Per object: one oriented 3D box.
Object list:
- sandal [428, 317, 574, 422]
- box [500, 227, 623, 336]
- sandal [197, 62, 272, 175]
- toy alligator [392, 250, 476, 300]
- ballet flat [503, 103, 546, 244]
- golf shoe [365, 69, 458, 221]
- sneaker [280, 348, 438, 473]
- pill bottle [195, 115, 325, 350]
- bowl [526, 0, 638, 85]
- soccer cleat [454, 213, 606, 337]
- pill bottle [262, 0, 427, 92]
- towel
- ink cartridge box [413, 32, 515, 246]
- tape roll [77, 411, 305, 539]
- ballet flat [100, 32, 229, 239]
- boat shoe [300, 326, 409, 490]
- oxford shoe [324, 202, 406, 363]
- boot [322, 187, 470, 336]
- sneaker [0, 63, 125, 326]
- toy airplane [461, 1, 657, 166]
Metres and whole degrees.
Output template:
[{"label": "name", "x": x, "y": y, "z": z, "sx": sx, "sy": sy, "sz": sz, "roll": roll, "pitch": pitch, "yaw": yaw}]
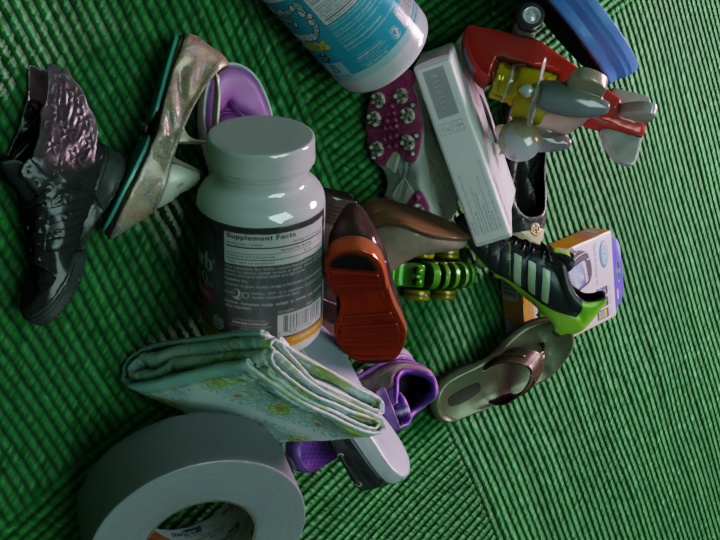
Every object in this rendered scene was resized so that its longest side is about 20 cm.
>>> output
[{"label": "sandal", "x": 0.175, "y": 0.126, "z": 1.328, "sx": 0.201, "sy": 0.057, "sz": 0.080, "roll": -30, "pitch": 111, "yaw": -15}, {"label": "box", "x": 0.259, "y": 0.023, "z": 1.422, "sx": 0.200, "sy": 0.041, "sz": 0.119, "roll": -21, "pitch": 112, "yaw": -38}, {"label": "sandal", "x": -0.106, "y": -0.097, "z": 1.074, "sx": 0.082, "sy": 0.050, "sz": 0.203, "roll": -16, "pitch": 111, "yaw": -38}, {"label": "toy alligator", "x": 0.067, "y": 0.004, "z": 1.241, "sx": 0.200, "sy": 0.054, "sz": 0.059, "roll": 0, "pitch": 98, "yaw": -41}, {"label": "ballet flat", "x": 0.200, "y": -0.119, "z": 1.330, "sx": 0.066, "sy": 0.057, "sz": 0.200, "roll": -13, "pitch": 106, "yaw": -38}, {"label": "golf shoe", "x": 0.060, "y": -0.126, "z": 1.209, "sx": 0.091, "sy": 0.075, "sz": 0.200, "roll": -34, "pitch": 124, "yaw": -46}, {"label": "sneaker", "x": 0.006, "y": 0.150, "z": 1.195, "sx": 0.200, "sy": 0.088, "sz": 0.081, "roll": -32, "pitch": 119, "yaw": -31}, {"label": "pill bottle", "x": -0.089, "y": -0.030, "z": 1.015, "sx": 0.116, "sy": 0.116, "sz": 0.200, "roll": -21, "pitch": 126, "yaw": -36}, {"label": "bowl", "x": 0.228, "y": -0.287, "z": 1.242, "sx": 0.039, "sy": 0.201, "sz": 0.201, "roll": -40, "pitch": 128, "yaw": 9}, {"label": "soccer cleat", "x": 0.196, "y": -0.009, "z": 1.296, "sx": 0.200, "sy": 0.068, "sz": 0.081, "roll": 40, "pitch": 111, "yaw": -7}, {"label": "pill bottle", "x": -0.031, "y": -0.270, "z": 1.067, "sx": 0.200, "sy": 0.111, "sz": 0.111, "roll": 43, "pitch": 70, "yaw": -37}, {"label": "towel", "x": -0.097, "y": 0.114, "z": 1.028, "sx": 0.171, "sy": 0.200, "sz": 0.048, "roll": 35, "pitch": 58, "yaw": -38}, {"label": "ink cartridge box", "x": 0.117, "y": -0.146, "z": 1.216, "sx": 0.176, "sy": 0.045, "sz": 0.200, "roll": -65, "pitch": 137, "yaw": -69}, {"label": "tape roll", "x": -0.154, "y": 0.225, "z": 1.026, "sx": 0.200, "sy": 0.066, "sz": 0.201, "roll": -12, "pitch": 130, "yaw": -15}, {"label": "ballet flat", "x": -0.167, "y": -0.113, "z": 1.002, "sx": 0.067, "sy": 0.068, "sz": 0.200, "roll": 22, "pitch": 84, "yaw": -19}, {"label": "boat shoe", "x": -0.029, "y": 0.137, "z": 1.125, "sx": 0.200, "sy": 0.066, "sz": 0.070, "roll": 54, "pitch": 26, "yaw": -12}, {"label": "oxford shoe", "x": 0.008, "y": 0.018, "z": 1.088, "sx": 0.200, "sy": 0.071, "sz": 0.073, "roll": 83, "pitch": 8, "yaw": -50}, {"label": "boot", "x": 0.000, "y": 0.000, "z": 1.153, "sx": 0.200, "sy": 0.070, "sz": 0.146, "roll": 14, "pitch": 109, "yaw": -22}, {"label": "sneaker", "x": -0.267, "y": -0.063, "z": 0.941, "sx": 0.104, "sy": 0.060, "sz": 0.200, "roll": 34, "pitch": 71, "yaw": -41}, {"label": "toy airplane", "x": 0.203, "y": -0.165, "z": 1.169, "sx": 0.141, "sy": 0.199, "sz": 0.200, "roll": -54, "pitch": 135, "yaw": -7}]
